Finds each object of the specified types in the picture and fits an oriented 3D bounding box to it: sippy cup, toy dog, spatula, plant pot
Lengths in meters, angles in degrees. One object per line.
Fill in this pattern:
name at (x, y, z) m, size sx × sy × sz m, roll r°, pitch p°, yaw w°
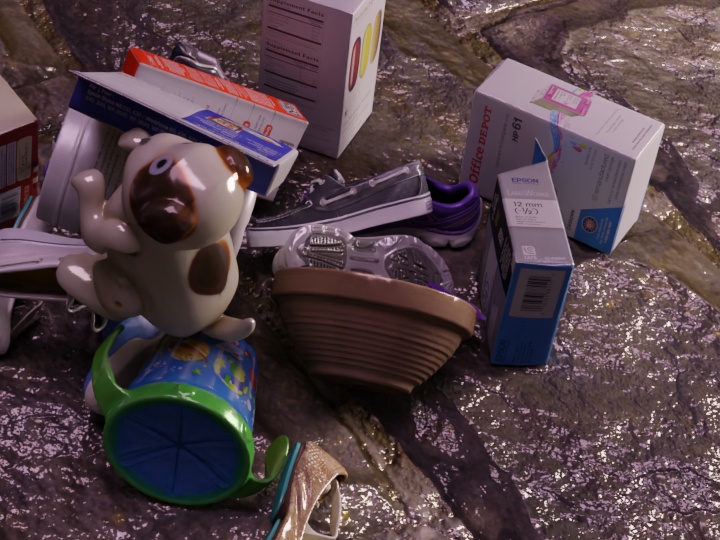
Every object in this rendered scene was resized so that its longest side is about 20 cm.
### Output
sippy cup at (-0.152, 0.120, 1.377) m, size 0.139 × 0.178 × 0.130 m, roll -8°, pitch 36°, yaw 16°
toy dog at (-0.164, -0.033, 1.297) m, size 0.139 × 0.200 × 0.194 m, roll -30°, pitch 70°, yaw -30°
spatula at (0.034, 0.020, 1.510) m, size 0.200 × 0.021 × 0.057 m, roll 10°, pitch 16°, yaw -17°
plant pot at (0.006, 0.065, 1.458) m, size 0.200 × 0.201 × 0.093 m, roll 11°, pitch 80°, yaw 4°

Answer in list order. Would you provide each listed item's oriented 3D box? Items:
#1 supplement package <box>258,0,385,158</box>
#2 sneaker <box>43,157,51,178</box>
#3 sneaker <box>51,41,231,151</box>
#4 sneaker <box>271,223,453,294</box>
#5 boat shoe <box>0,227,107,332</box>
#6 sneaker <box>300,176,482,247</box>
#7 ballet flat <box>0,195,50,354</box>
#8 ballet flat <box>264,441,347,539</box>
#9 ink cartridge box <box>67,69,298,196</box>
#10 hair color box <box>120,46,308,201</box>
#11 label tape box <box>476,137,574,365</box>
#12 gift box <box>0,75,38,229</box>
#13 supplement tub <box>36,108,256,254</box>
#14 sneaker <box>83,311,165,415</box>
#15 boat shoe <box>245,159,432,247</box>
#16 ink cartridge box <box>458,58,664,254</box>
supplement package at (-0.046, -0.251, 1.747) m, size 0.109 × 0.200 × 0.114 m, roll 19°, pitch 44°, yaw 13°
sneaker at (-0.254, -0.070, 1.617) m, size 0.200 × 0.070 × 0.100 m, roll 15°, pitch 45°, yaw 8°
sneaker at (-0.238, -0.183, 1.678) m, size 0.202 × 0.146 × 0.077 m, roll 2°, pitch 25°, yaw -9°
sneaker at (0.000, 0.000, 1.574) m, size 0.200 × 0.099 × 0.078 m, roll 17°, pitch 76°, yaw -22°
boat shoe at (-0.256, 0.012, 1.408) m, size 0.202 × 0.075 × 0.086 m, roll 8°, pitch 43°, yaw -2°
sneaker at (0.034, -0.080, 1.660) m, size 0.200 × 0.084 × 0.081 m, roll 1°, pitch 42°, yaw -6°
ballet flat at (-0.345, 0.009, 1.532) m, size 0.069 × 0.070 × 0.200 m, roll 13°, pitch 47°, yaw 6°
ballet flat at (-0.055, 0.233, 1.322) m, size 0.065 × 0.071 × 0.200 m, roll 25°, pitch 47°, yaw -3°
ink cartridge box at (-0.162, -0.126, 1.387) m, size 0.197 × 0.047 × 0.200 m, roll 25°, pitch 11°, yaw 0°
hair color box at (-0.169, -0.155, 1.624) m, size 0.200 × 0.102 × 0.061 m, roll 18°, pitch 18°, yaw -26°
label tape box at (0.162, -0.022, 1.569) m, size 0.066 × 0.143 × 0.200 m, roll 1°, pitch 43°, yaw -8°
gift box at (-0.441, -0.134, 1.587) m, size 0.200 × 0.185 × 0.187 m, roll -25°, pitch 60°, yaw -35°
supplement tub at (-0.209, -0.081, 1.518) m, size 0.200 × 0.132 × 0.132 m, roll 19°, pitch 42°, yaw -8°
sneaker at (-0.238, 0.056, 1.477) m, size 0.111 × 0.077 × 0.200 m, roll 22°, pitch 45°, yaw 15°
boat shoe at (-0.027, -0.072, 1.594) m, size 0.200 × 0.068 × 0.072 m, roll -13°, pitch 7°, yaw 5°
ink cartridge box at (0.219, -0.128, 1.693) m, size 0.200 × 0.145 × 0.085 m, roll 27°, pitch 47°, yaw 20°
